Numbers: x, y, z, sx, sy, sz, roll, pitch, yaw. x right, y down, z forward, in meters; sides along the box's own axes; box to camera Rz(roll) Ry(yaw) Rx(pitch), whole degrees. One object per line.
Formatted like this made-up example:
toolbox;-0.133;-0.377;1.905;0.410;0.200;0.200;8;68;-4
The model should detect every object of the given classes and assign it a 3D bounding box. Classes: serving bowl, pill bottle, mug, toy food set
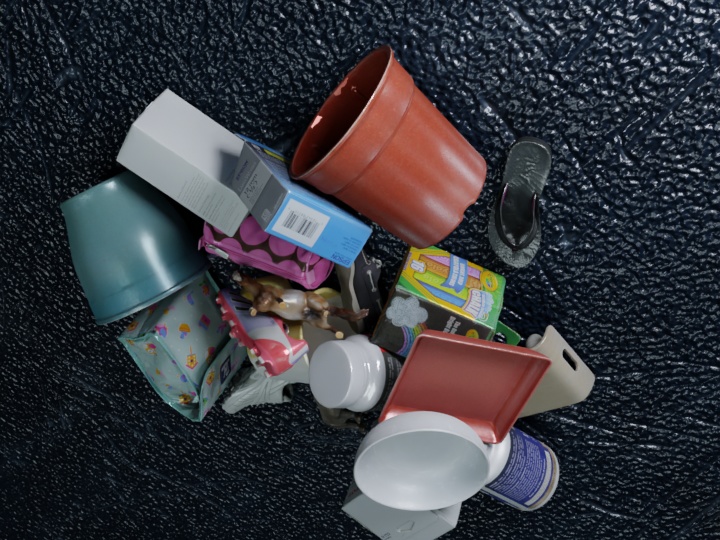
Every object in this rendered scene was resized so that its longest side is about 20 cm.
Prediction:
serving bowl;0.087;0.267;1.236;0.196;0.066;0.202;0;134;0
pill bottle;0.026;0.155;1.296;0.198;0.115;0.114;5;148;-44
mug;-0.106;0.095;1.366;0.151;0.149;0.190;-10;93;37
pill bottle;0.218;0.302;1.365;0.199;0.117;0.115;32;134;-33
toy food set;0.244;0.161;1.330;0.198;0.061;0.143;-22;128;34

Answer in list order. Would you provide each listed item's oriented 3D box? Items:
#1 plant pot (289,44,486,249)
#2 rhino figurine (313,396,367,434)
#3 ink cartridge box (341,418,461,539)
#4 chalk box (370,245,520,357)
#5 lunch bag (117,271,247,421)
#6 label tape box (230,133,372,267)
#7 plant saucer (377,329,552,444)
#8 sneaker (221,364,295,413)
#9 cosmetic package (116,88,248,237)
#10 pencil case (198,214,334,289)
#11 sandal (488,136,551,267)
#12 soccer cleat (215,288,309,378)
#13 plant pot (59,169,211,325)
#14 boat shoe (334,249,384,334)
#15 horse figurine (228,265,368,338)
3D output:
plant pot;0.044;-0.142;1.085;0.194;0.202;0.200;36;131;-21
rhino figurine;-0.036;0.224;1.437;0.086;0.061;0.201;10;156;10
ink cartridge box;0.085;0.335;1.422;0.144;0.201;0.145;37;130;-10
chalk box;0.135;0.067;1.247;0.198;0.125;0.126;24;131;0
lunch bag;-0.276;0.126;1.416;0.121;0.171;0.201;-10;123;36
label tape box;-0.091;-0.097;1.126;0.142;0.200;0.067;23;105;-38
plant saucer;0.143;0.161;1.208;0.196;0.037;0.202;11;131;-11
sneaker;-0.172;0.212;1.509;0.099;0.078;0.200;37;131;-14
cosmetic package;-0.232;-0.155;1.221;0.199;0.113;0.081;34;130;-5
pencil case;-0.140;-0.035;1.275;0.197;0.094;0.092;17;122;17
sandal;0.211;-0.082;1.149;0.074;0.048;0.203;10;129;13
soccer cleat;-0.152;0.084;1.274;0.200;0.076;0.067;43;154;45
plant pot;-0.358;-0.049;1.309;0.198;0.200;0.190;-18;103;31
boat shoe;0.000;0.000;1.302;0.062;0.073;0.203;-20;122;-18
horse figurine;-0.092;0.051;1.225;0.197;0.132;0.051;14;98;-17
